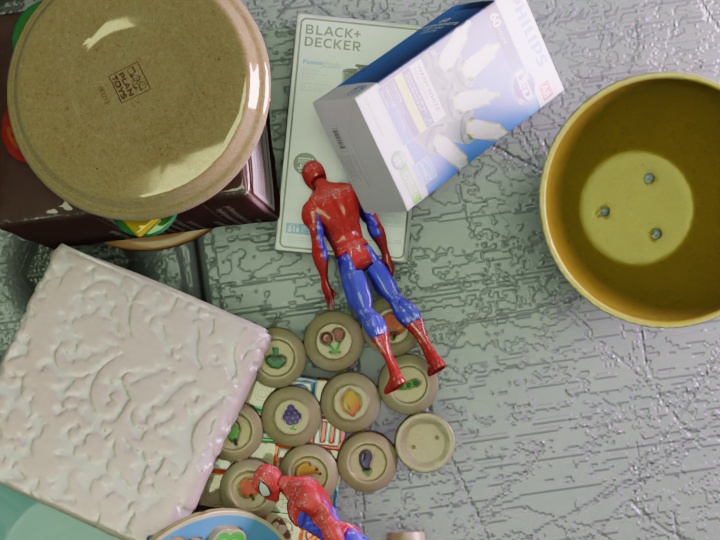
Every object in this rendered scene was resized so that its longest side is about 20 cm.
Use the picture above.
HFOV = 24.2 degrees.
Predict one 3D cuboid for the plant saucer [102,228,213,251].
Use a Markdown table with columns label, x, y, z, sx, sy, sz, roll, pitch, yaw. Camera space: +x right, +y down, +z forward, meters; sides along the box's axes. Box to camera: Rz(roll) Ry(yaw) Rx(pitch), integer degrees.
| label | x | y | z | sx | sy | sz | roll | pitch | yaw |
| --- | --- | --- | --- | --- | --- | --- | --- | --- | --- |
| plant saucer | -0.184 | -0.117 | 1.428 | 0.200 | 0.032 | 0.201 | 0 | 90 | -1 |

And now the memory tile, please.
| label | x | y | z | sx | sy | sz | roll | pitch | yaw |
| --- | --- | --- | --- | --- | --- | --- | --- | --- | --- |
| memory tile | -0.032 | 0.113 | 1.375 | 0.200 | 0.017 | 0.154 | -15 | 90 | -2 |

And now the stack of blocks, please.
| label | x | y | z | sx | sy | sz | roll | pitch | yaw |
| --- | --- | --- | --- | --- | --- | --- | --- | --- | --- |
| stack of blocks | -0.076 | 0.186 | 1.411 | 0.115 | 0.059 | 0.200 | 6 | 89 | -1 |

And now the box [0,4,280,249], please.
| label | x | y | z | sx | sy | sz | roll | pitch | yaw |
| --- | --- | --- | --- | --- | --- | --- | --- | --- | --- |
| box | -0.178 | -0.116 | 1.320 | 0.200 | 0.166 | 0.165 | -7 | 85 | 4 |

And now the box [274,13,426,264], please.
| label | x | y | z | sx | sy | sz | roll | pitch | yaw |
| --- | --- | --- | --- | --- | --- | --- | --- | --- | --- |
| box | -0.008 | -0.110 | 1.416 | 0.116 | 0.060 | 0.200 | 7 | 89 | -1 |

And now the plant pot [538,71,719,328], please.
| label | x | y | z | sx | sy | sz | roll | pitch | yaw |
| --- | --- | --- | --- | --- | --- | --- | --- | --- | --- |
| plant pot | 0.237 | -0.054 | 1.378 | 0.200 | 0.142 | 0.200 | 0 | 89 | -2 |

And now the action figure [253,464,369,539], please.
| label | x | y | z | sx | sy | sz | roll | pitch | yaw |
| --- | --- | --- | --- | --- | --- | --- | --- | --- | --- |
| action figure | -0.005 | 0.221 | 1.331 | 0.200 | 0.065 | 0.052 | 42 | 93 | -3 |

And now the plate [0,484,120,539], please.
| label | x | y | z | sx | sy | sz | roll | pitch | yaw |
| --- | --- | --- | --- | --- | --- | --- | --- | --- | --- |
| plate | -0.224 | 0.243 | 1.346 | 0.200 | 0.026 | 0.201 | 0 | 86 | 1 |

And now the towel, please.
| label | x | y | z | sx | sy | sz | roll | pitch | yaw |
| --- | --- | --- | --- | --- | --- | --- | --- | --- | --- |
| towel | -0.195 | 0.103 | 1.336 | 0.191 | 0.032 | 0.200 | 23 | 76 | 4 |

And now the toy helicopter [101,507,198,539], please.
| label | x | y | z | sx | sy | sz | roll | pitch | yaw |
| --- | --- | --- | --- | --- | --- | --- | --- | --- | --- |
| toy helicopter | -0.220 | 0.164 | 1.404 | 0.200 | 0.079 | 0.132 | 36 | 89 | 4 |

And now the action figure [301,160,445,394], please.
| label | x | y | z | sx | sy | sz | roll | pitch | yaw |
| --- | --- | --- | --- | --- | --- | --- | --- | --- | --- |
| action figure | 0.000 | 0.000 | 1.354 | 0.065 | 0.052 | 0.200 | -22 | 79 | -16 |

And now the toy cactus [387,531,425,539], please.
| label | x | y | z | sx | sy | sz | roll | pitch | yaw |
| --- | --- | --- | --- | --- | --- | --- | --- | --- | --- |
| toy cactus | 0.037 | 0.302 | 1.404 | 0.200 | 0.102 | 0.165 | -4 | 80 | 8 |

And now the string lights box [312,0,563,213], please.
| label | x | y | z | sx | sy | sz | roll | pitch | yaw |
| --- | --- | --- | --- | --- | --- | --- | --- | --- | --- |
| string lights box | 0.066 | -0.141 | 1.361 | 0.200 | 0.059 | 0.103 | -38 | 113 | -30 |

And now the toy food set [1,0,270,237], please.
| label | x | y | z | sx | sy | sz | roll | pitch | yaw |
| --- | --- | --- | --- | --- | --- | --- | --- | --- | --- |
| toy food set | -0.163 | -0.131 | 1.212 | 0.198 | 0.049 | 0.200 | -42 | 83 | 0 |

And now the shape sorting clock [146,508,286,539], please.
| label | x | y | z | sx | sy | sz | roll | pitch | yaw |
| --- | --- | --- | --- | --- | --- | --- | --- | --- | --- |
| shape sorting clock | -0.127 | 0.281 | 1.310 | 0.200 | 0.039 | 0.200 | -13 | 113 | -33 |
